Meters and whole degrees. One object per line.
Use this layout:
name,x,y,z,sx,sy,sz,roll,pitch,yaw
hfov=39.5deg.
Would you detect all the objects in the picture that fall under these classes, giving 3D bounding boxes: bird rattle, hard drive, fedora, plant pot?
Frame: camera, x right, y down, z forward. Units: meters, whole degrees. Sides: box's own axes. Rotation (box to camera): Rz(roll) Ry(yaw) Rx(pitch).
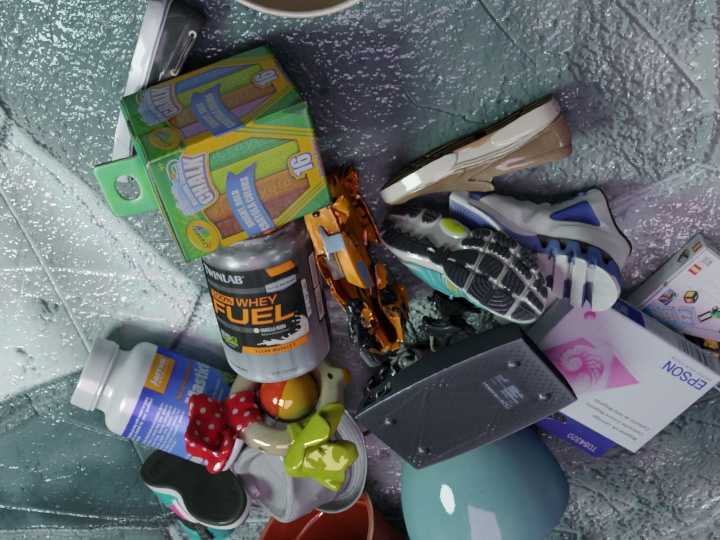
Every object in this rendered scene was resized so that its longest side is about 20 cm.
bird rattle,-0.093,0.159,1.105,0.199,0.164,0.113,8,140,23
hard drive,0.107,0.131,1.039,0.199,0.042,0.135,-29,129,23
fedora,-0.085,0.225,1.186,0.177,0.090,0.200,45,140,13
plant pot,0.128,0.229,1.172,0.199,0.200,0.135,-19,111,15
plant pot,-0.005,0.400,1.299,0.200,0.201,0.195,-31,126,22

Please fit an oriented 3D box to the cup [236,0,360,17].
cup,-0.050,-0.330,0.822,0.199,0.144,0.201,1,125,1

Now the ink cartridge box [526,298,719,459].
ink cartridge box,0.260,0.126,1.119,0.196,0.043,0.200,29,121,-16

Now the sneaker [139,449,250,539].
sneaker,-0.184,0.298,1.256,0.199,0.084,0.121,14,149,47

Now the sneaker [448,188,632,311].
sneaker,0.196,-0.040,1.048,0.199,0.115,0.081,26,139,23

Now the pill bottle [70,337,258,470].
pill bottle,-0.230,0.151,1.177,0.199,0.112,0.112,23,122,-13

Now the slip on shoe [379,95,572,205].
slip on shoe,0.116,-0.104,1.009,0.199,0.076,0.061,-26,103,11

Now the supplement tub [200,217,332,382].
supplement tub,-0.102,0.009,1.068,0.122,0.123,0.201,-5,124,7

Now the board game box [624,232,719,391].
board game box,0.406,0.060,1.130,0.200,0.035,0.126,34,119,-18

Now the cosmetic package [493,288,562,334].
cosmetic package,0.246,0.071,1.136,0.200,0.051,0.082,38,120,-21

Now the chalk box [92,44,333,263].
chalk box,-0.146,-0.103,0.945,0.199,0.124,0.125,-24,134,-9

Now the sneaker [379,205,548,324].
sneaker,0.109,-0.003,1.030,0.078,0.200,0.080,-48,146,-16

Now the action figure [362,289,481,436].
action figure,0.068,0.126,1.146,0.102,0.119,0.201,27,116,-10

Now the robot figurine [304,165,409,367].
robot figurine,0.000,0.000,1.049,0.058,0.145,0.201,-17,113,16

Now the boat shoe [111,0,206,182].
boat shoe,-0.201,-0.169,0.986,0.056,0.069,0.201,16,121,-9
